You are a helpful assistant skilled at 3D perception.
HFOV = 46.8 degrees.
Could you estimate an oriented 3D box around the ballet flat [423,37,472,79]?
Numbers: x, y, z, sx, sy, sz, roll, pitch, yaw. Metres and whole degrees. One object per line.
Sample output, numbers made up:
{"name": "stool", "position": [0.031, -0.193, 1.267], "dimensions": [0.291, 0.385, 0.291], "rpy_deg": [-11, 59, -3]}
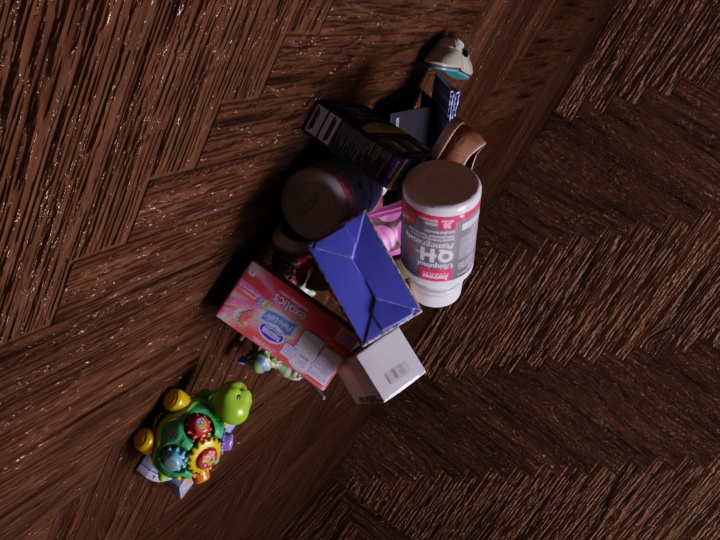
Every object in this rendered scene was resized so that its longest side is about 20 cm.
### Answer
{"name": "ballet flat", "position": [0.158, -0.382, 1.479], "dimensions": [0.070, 0.069, 0.200], "rpy_deg": [-59, 169, 16]}

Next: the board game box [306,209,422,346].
{"name": "board game box", "position": [0.007, 0.013, 1.216], "dimensions": [0.096, 0.161, 0.200], "rpy_deg": [-30, 177, 0]}

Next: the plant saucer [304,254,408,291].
{"name": "plant saucer", "position": [0.000, 0.000, 1.429], "dimensions": [0.200, 0.197, 0.032], "rpy_deg": [-25, 109, -66]}

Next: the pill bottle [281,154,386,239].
{"name": "pill bottle", "position": [-0.030, -0.125, 1.293], "dimensions": [0.200, 0.108, 0.110], "rpy_deg": [-37, 158, -57]}

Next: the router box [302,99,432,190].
{"name": "router box", "position": [0.024, -0.186, 1.230], "dimensions": [0.053, 0.156, 0.200], "rpy_deg": [-59, 166, 18]}

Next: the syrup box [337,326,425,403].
{"name": "syrup box", "position": [0.023, 0.148, 1.273], "dimensions": [0.078, 0.082, 0.200], "rpy_deg": [-32, 178, -15]}

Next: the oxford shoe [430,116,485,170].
{"name": "oxford shoe", "position": [0.120, -0.123, 1.233], "dimensions": [0.071, 0.071, 0.201], "rpy_deg": [-40, 161, -54]}

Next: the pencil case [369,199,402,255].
{"name": "pencil case", "position": [0.057, -0.076, 1.384], "dimensions": [0.197, 0.092, 0.094], "rpy_deg": [-19, 148, -5]}

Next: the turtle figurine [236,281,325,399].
{"name": "turtle figurine", "position": [-0.106, 0.120, 1.487], "dimensions": [0.195, 0.197, 0.145], "rpy_deg": [-71, 143, -48]}

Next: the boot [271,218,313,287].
{"name": "boot", "position": [-0.114, -0.014, 1.360], "dimensions": [0.145, 0.072, 0.200], "rpy_deg": [-57, 171, 15]}

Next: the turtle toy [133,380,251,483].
{"name": "turtle toy", "position": [-0.255, 0.257, 1.332], "dimensions": [0.201, 0.101, 0.146], "rpy_deg": [-53, 141, -8]}

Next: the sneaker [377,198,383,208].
{"name": "sneaker", "position": [0.049, -0.131, 1.624], "dimensions": [0.200, 0.086, 0.074], "rpy_deg": [-46, 165, -39]}

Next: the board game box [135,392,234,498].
{"name": "board game box", "position": [-0.308, 0.318, 1.483], "dimensions": [0.201, 0.061, 0.200], "rpy_deg": [-57, 167, 3]}

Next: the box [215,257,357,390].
{"name": "box", "position": [-0.110, 0.079, 1.267], "dimensions": [0.103, 0.199, 0.095], "rpy_deg": [-55, -174, 1]}

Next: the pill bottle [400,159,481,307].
{"name": "pill bottle", "position": [0.112, -0.047, 1.196], "dimensions": [0.111, 0.110, 0.202], "rpy_deg": [-45, 148, -37]}

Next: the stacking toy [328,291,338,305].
{"name": "stacking toy", "position": [-0.033, -0.016, 1.595], "dimensions": [0.147, 0.145, 0.200], "rpy_deg": [-54, 150, -2]}

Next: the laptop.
{"name": "laptop", "position": [0.079, -0.215, 1.486], "dimensions": [0.200, 0.102, 0.180], "rpy_deg": [-108, -160, -65]}

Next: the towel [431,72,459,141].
{"name": "towel", "position": [0.144, -0.234, 1.473], "dimensions": [0.145, 0.023, 0.203], "rpy_deg": [-109, -159, -64]}
